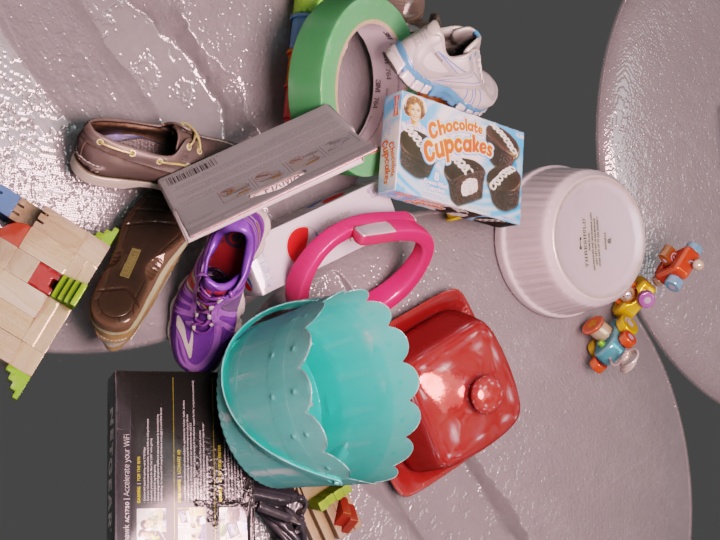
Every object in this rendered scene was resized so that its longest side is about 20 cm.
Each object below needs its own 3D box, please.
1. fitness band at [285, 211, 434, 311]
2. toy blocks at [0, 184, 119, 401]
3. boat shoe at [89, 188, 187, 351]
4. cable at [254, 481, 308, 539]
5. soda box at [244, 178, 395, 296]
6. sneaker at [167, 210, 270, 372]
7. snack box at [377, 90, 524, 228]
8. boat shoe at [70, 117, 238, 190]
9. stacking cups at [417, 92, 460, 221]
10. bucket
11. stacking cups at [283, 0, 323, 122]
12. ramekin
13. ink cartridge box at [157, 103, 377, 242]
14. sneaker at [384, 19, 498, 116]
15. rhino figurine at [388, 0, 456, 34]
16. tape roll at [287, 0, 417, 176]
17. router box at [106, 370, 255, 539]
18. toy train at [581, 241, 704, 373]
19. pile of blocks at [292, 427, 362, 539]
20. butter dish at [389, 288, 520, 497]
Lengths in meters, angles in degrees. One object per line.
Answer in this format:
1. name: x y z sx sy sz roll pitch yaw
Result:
1. fitness band: 0.000 0.000 1.346 0.199 0.037 0.144 -6 135 -46
2. toy blocks: -0.346 0.007 1.174 0.136 0.100 0.201 32 71 -13
3. boat shoe: -0.228 -0.005 1.252 0.071 0.076 0.201 22 54 7
4. cable: -0.152 0.304 1.296 0.198 0.051 0.165 15 88 -26
5. soda box: -0.055 -0.038 1.352 0.199 0.068 0.064 -26 101 -29
6. sneaker: -0.157 0.022 1.246 0.080 0.084 0.202 19 110 -1
7. snack box: 0.109 -0.127 1.396 0.198 0.037 0.118 12 77 -37
8. boat shoe: -0.203 -0.125 1.261 0.198 0.060 0.072 2 46 -28
9. stacking cups: 0.103 -0.164 1.456 0.060 0.060 0.202 -22 99 -29
10. bucket: -0.045 0.129 1.243 0.207 0.134 0.210 30 52 -47
11. stacking cups: -0.058 -0.266 1.369 0.060 0.060 0.203 9 89 -30
12. ramekin: 0.279 -0.040 1.537 0.200 0.094 0.205 2 87 -31
13. ink cartridge box: -0.090 -0.087 1.182 0.198 0.176 0.045 -25 118 -8
14. sneaker: 0.118 -0.239 1.386 0.199 0.086 0.075 7 49 -55
15. rhino figurine: 0.045 -0.354 1.433 0.087 0.060 0.202 -24 97 -25
16. tape roll: -0.005 -0.209 1.353 0.200 0.048 0.203 -20 114 -54
17. router box: -0.186 0.206 1.235 0.147 0.051 0.202 4 72 -21
18. toy train: 0.359 0.041 1.557 0.055 0.150 0.201 39 73 -6
19. pile of blocks: -0.035 0.214 1.356 0.081 0.062 0.203 -2 88 -31
20. butter dish: 0.111 0.143 1.398 0.198 0.147 0.202 -29 102 -29
